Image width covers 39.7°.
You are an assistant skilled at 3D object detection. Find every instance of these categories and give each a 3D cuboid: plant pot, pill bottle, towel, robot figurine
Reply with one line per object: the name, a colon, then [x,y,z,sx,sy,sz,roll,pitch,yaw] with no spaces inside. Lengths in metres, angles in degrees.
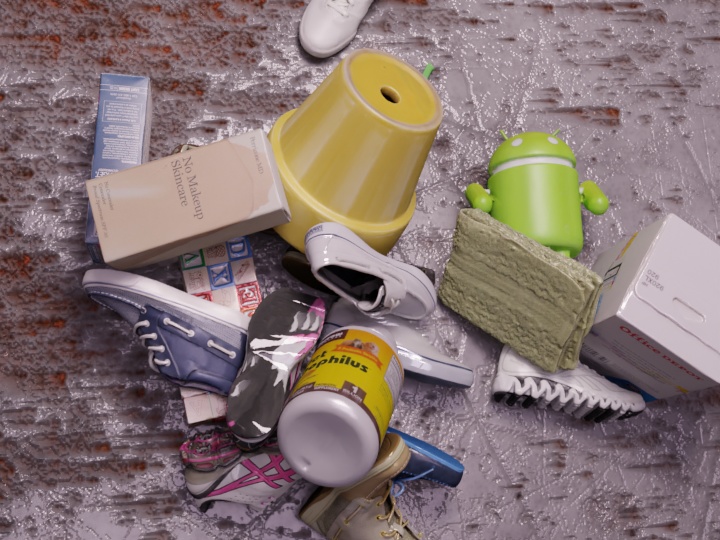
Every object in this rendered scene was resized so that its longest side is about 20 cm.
plant pot: [-0.005,-0.140,1.148,0.197,0.190,0.203,19,44,-19]
pill bottle: [-0.014,0.134,1.081,0.107,0.201,0.112,5,115,11]
towel: [0.187,0.024,1.192,0.198,0.151,0.036,30,38,23]
robot figurine: [0.218,-0.081,1.252,0.171,0.116,0.205,-1,77,-2]

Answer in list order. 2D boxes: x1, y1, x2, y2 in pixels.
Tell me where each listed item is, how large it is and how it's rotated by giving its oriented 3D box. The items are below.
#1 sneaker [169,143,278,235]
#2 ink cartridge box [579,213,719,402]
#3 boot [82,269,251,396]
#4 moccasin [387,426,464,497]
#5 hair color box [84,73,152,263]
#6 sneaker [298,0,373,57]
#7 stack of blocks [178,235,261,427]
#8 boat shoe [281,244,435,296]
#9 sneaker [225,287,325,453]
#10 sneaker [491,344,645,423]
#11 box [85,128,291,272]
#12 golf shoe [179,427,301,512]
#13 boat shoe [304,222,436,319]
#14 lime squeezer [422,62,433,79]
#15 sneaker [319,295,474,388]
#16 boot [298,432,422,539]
sneaker: [-0.141,-0.098,1.210,0.196,0.076,0.072,17,75,-6]
ink cartridge box: [0.357,0.052,1.204,0.146,0.200,0.146,32,74,-2]
boot: [-0.220,0.069,1.097,0.196,0.073,0.092,18,70,-6]
moccasin: [0.024,0.220,1.177,0.196,0.080,0.070,20,88,12]
hair color box: [-0.283,-0.117,1.175,0.059,0.100,0.205,3,76,-9]
sneaker: [-0.008,-0.367,1.289,0.075,0.089,0.201,39,74,-1]
stack of blocks: [-0.168,0.071,1.175,0.113,0.059,0.204,-11,80,-12]
boat shoe: [0.000,0.000,1.222,0.196,0.073,0.066,20,69,-16]
sneaker: [-0.103,0.111,1.110,0.079,0.087,0.202,24,55,4]
sneaker: [0.262,0.137,1.238,0.196,0.075,0.083,13,66,-8]
box: [-0.181,-0.074,1.069,0.196,0.078,0.097,-18,82,1]
golf shoe: [-0.103,0.224,1.137,0.195,0.073,0.094,-8,106,8]
boat shoe: [0.013,0.020,1.127,0.198,0.073,0.066,27,40,-33]
lime squeezer: [0.033,-0.197,1.285,0.198,0.038,0.071,-34,85,-15]
sneaker: [0.050,0.085,1.206,0.196,0.073,0.072,21,78,-5]
boot: [0.033,0.276,1.105,0.155,0.200,0.072,45,44,1]
